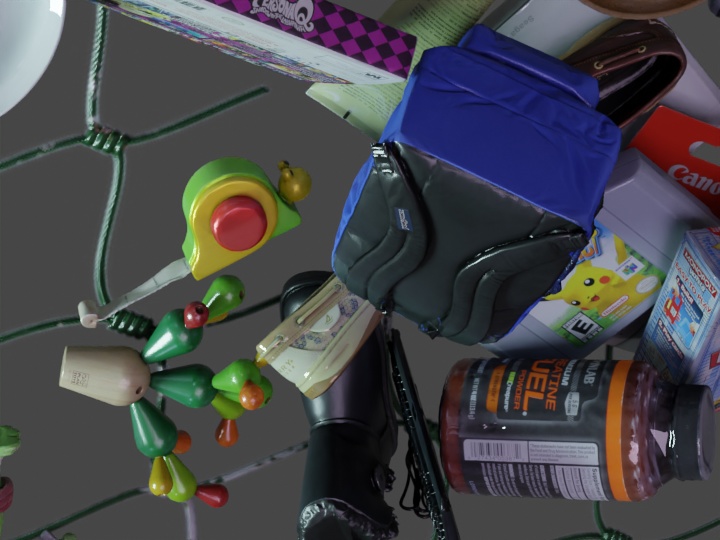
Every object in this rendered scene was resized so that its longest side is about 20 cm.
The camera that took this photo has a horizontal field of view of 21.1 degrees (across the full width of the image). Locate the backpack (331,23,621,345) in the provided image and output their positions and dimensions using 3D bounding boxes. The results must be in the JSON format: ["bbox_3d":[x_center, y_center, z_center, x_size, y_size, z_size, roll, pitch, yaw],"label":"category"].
[{"bbox_3d":[0.081,-0.051,1.333,0.161,0.169,0.200,28,144,1],"label":"backpack"}]

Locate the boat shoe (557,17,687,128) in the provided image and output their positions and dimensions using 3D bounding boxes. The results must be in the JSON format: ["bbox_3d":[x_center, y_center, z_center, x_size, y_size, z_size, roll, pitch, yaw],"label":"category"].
[{"bbox_3d":[0.147,-0.115,1.417,0.199,0.071,0.070,-38,125,9],"label":"boat shoe"}]

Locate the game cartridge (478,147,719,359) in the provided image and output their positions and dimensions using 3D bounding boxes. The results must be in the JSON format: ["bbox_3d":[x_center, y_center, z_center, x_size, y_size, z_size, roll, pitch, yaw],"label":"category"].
[{"bbox_3d":[0.165,-0.001,1.467,0.133,0.041,0.200,35,118,-31],"label":"game cartridge"}]

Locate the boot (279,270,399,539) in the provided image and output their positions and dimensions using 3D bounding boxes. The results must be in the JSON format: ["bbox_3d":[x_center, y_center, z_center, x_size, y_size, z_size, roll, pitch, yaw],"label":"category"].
[{"bbox_3d":[-0.016,0.124,1.477,0.076,0.169,0.201,-9,125,11],"label":"boot"}]

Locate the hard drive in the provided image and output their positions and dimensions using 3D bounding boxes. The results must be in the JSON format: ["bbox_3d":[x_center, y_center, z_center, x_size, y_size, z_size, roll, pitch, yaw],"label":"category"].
[{"bbox_3d":[0.181,-0.144,1.466,0.132,0.026,0.200,-41,123,9],"label":"hard drive"}]

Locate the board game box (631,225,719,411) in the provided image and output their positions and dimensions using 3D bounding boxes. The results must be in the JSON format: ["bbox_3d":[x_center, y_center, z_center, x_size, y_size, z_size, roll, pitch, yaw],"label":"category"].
[{"bbox_3d":[0.301,0.021,1.474,0.199,0.062,0.200,-26,151,-8],"label":"board game box"}]

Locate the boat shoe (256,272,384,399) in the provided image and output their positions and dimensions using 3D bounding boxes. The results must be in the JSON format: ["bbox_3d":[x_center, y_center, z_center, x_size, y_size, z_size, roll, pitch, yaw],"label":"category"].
[{"bbox_3d":[0.000,0.000,1.438,0.062,0.073,0.201,36,66,-4],"label":"boat shoe"}]

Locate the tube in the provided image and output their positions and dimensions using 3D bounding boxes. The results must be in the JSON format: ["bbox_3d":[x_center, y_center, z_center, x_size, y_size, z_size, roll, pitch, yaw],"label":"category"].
[{"bbox_3d":[0.050,-0.182,1.395,0.058,0.052,0.200,44,109,10],"label":"tube"}]

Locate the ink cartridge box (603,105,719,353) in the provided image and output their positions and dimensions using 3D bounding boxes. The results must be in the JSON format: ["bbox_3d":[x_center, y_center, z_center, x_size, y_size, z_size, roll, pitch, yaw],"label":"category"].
[{"bbox_3d":[0.242,-0.020,1.518,0.161,0.057,0.200,17,132,-26],"label":"ink cartridge box"}]

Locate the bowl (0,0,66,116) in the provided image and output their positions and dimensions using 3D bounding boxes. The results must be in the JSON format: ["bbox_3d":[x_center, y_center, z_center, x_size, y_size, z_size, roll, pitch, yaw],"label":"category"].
[{"bbox_3d":[-0.295,-0.191,1.256,0.199,0.091,0.203,-8,123,-12],"label":"bowl"}]

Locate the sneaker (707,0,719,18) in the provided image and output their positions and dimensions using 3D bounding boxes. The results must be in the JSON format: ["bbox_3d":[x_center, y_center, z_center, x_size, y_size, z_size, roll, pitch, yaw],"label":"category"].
[{"bbox_3d":[0.257,-0.284,1.392,0.087,0.075,0.202,9,112,0],"label":"sneaker"}]

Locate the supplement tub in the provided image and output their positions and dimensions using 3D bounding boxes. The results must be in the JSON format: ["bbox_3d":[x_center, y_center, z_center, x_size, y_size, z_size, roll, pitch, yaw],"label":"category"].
[{"bbox_3d":[0.165,0.120,1.463,0.198,0.107,0.108,0,126,19],"label":"supplement tub"}]

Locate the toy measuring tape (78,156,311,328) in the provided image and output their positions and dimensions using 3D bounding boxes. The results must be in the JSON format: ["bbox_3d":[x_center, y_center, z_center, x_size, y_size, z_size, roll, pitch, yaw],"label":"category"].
[{"bbox_3d":[-0.128,-0.030,1.417,0.199,0.074,0.074,-27,124,0],"label":"toy measuring tape"}]

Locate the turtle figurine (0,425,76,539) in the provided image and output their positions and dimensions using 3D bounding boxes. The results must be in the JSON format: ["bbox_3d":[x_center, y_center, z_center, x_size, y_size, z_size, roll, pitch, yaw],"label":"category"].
[{"bbox_3d":[-0.257,0.230,1.494,0.143,0.199,0.196,-31,127,-39],"label":"turtle figurine"}]

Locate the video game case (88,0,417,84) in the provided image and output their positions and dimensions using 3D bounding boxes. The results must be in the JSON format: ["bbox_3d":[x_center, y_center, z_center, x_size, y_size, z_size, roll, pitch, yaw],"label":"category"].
[{"bbox_3d":[-0.087,-0.171,1.280,0.198,0.181,0.036,18,87,-25],"label":"video game case"}]

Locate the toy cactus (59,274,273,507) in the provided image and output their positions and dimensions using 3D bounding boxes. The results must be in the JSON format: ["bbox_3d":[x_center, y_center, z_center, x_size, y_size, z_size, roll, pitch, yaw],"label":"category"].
[{"bbox_3d":[-0.148,0.094,1.481,0.163,0.103,0.201,10,126,-11],"label":"toy cactus"}]

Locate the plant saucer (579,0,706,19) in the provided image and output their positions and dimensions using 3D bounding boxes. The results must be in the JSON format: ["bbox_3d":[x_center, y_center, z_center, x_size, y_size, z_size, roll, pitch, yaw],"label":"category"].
[{"bbox_3d":[0.203,-0.271,1.315,0.198,0.035,0.202,-10,122,-16],"label":"plant saucer"}]

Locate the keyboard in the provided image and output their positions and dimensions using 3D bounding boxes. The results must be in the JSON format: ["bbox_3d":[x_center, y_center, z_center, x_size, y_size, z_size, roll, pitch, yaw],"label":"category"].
[{"bbox_3d":[0.040,0.144,1.469,0.039,0.201,0.105,-16,130,2],"label":"keyboard"}]
